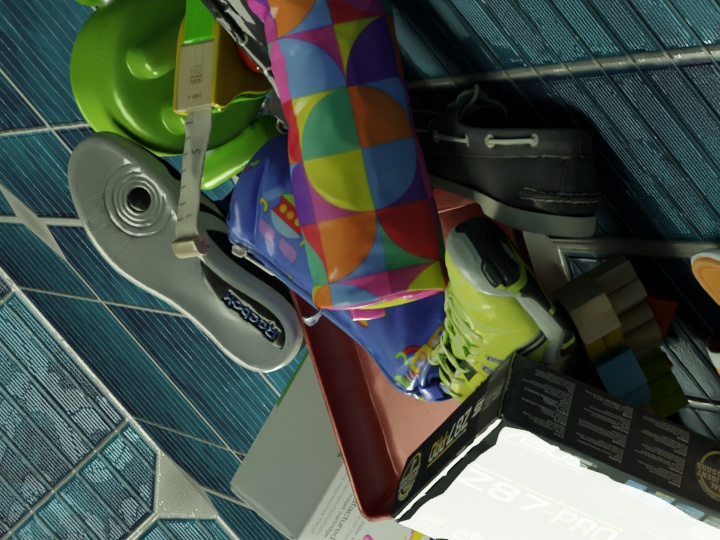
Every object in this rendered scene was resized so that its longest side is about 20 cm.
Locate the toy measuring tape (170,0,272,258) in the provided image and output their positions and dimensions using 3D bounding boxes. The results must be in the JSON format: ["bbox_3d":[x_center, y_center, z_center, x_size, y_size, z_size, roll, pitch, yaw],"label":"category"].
[{"bbox_3d":[-0.081,-0.103,1.606,0.073,0.202,0.074,3,170,1],"label":"toy measuring tape"}]

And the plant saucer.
[{"bbox_3d":[0.051,0.048,1.615,0.199,0.037,0.201,-15,94,45],"label":"plant saucer"}]

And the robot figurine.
[{"bbox_3d":[-0.131,-0.136,1.739,0.176,0.115,0.200,55,165,-12],"label":"robot figurine"}]

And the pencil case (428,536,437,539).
[{"bbox_3d":[0.135,0.198,1.572,0.199,0.086,0.084,25,154,-13],"label":"pencil case"}]

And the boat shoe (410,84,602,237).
[{"bbox_3d":[0.077,-0.072,1.449,0.200,0.072,0.063,-146,60,-61],"label":"boat shoe"}]

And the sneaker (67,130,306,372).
[{"bbox_3d":[-0.107,-0.019,1.729,0.200,0.073,0.112,46,-159,2],"label":"sneaker"}]

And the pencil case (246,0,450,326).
[{"bbox_3d":[-0.007,-0.071,1.441,0.088,0.088,0.202,176,84,-73],"label":"pencil case"}]

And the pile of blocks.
[{"bbox_3d":[0.161,0.050,1.474,0.082,0.062,0.200,60,180,21],"label":"pile of blocks"}]

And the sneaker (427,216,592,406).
[{"bbox_3d":[0.076,0.041,1.431,0.076,0.076,0.200,60,180,32],"label":"sneaker"}]

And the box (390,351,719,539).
[{"bbox_3d":[0.138,0.132,1.455,0.199,0.049,0.161,24,146,-11],"label":"box"}]

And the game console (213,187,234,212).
[{"bbox_3d":[-0.079,0.002,1.977,0.171,0.118,0.200,52,166,-21],"label":"game console"}]

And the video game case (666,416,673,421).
[{"bbox_3d":[0.144,0.144,1.731,0.180,0.026,0.200,6,146,28],"label":"video game case"}]

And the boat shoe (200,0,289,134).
[{"bbox_3d":[-0.034,-0.116,1.545,0.200,0.066,0.070,53,-150,-15],"label":"boat shoe"}]

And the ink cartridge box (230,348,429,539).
[{"bbox_3d":[0.025,0.133,1.833,0.084,0.145,0.200,35,-173,40],"label":"ink cartridge box"}]

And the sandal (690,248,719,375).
[{"bbox_3d":[0.237,0.075,1.327,0.207,0.059,0.079,47,167,-1],"label":"sandal"}]

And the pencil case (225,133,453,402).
[{"bbox_3d":[0.000,0.000,1.559,0.200,0.087,0.078,40,173,27],"label":"pencil case"}]
